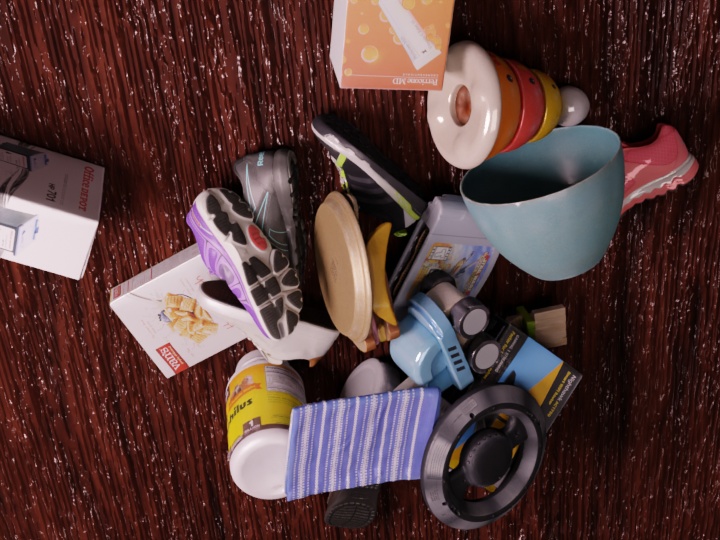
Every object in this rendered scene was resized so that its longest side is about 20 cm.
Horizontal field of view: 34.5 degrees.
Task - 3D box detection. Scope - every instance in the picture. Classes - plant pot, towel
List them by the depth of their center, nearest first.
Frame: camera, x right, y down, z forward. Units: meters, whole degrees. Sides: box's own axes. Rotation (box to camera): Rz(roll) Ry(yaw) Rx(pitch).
[{"bbox_3d":[0.234,-0.070,1.404,0.197,0.201,0.136,-20,114,4],"label":"plant pot"},{"bbox_3d":[0.004,0.215,1.436,0.196,0.024,0.147,-6,124,-21],"label":"towel"}]

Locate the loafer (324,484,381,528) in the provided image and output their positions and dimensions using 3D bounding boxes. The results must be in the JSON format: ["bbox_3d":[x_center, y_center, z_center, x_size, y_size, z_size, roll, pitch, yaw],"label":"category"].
[{"bbox_3d":[-0.004,0.310,1.686,0.072,0.072,0.201,11,139,-10],"label":"loafer"}]

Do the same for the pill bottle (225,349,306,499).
[{"bbox_3d":[-0.122,0.193,1.519,0.107,0.201,0.111,-4,123,-7],"label":"pill bottle"}]

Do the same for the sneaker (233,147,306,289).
[{"bbox_3d":[-0.111,-0.058,1.454,0.078,0.076,0.203,-2,116,7],"label":"sneaker"}]

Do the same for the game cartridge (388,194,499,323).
[{"bbox_3d":[0.111,-0.007,1.507,0.131,0.042,0.202,5,126,-30],"label":"game cartridge"}]

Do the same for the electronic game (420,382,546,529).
[{"bbox_3d":[0.161,0.241,1.502,0.197,0.041,0.204,-12,113,-29],"label":"electronic game"}]

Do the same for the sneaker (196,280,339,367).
[{"bbox_3d":[-0.126,0.077,1.476,0.197,0.073,0.085,20,114,-24],"label":"sneaker"}]

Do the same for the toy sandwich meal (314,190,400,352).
[{"bbox_3d":[0.000,0.000,1.432,0.069,0.206,0.208,-10,124,-17],"label":"toy sandwich meal"}]

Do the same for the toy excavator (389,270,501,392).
[{"bbox_3d":[0.077,0.131,1.478,0.198,0.100,0.196,-33,129,-11],"label":"toy excavator"}]

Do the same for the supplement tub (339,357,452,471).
[{"bbox_3d":[0.072,0.214,1.610,0.198,0.123,0.123,30,113,-23],"label":"supplement tub"}]

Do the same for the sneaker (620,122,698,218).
[{"bbox_3d":[0.328,-0.121,1.489,0.198,0.074,0.088,-29,106,6],"label":"sneaker"}]

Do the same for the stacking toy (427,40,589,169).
[{"bbox_3d":[0.191,-0.200,1.395,0.197,0.146,0.148,-6,125,-28],"label":"stacking toy"}]

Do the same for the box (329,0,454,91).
[{"bbox_3d":[0.037,-0.314,1.294,0.122,0.098,0.203,0,122,-9],"label":"box"}]

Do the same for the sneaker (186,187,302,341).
[{"bbox_3d":[-0.143,-0.004,1.412,0.083,0.080,0.202,-35,84,48],"label":"sneaker"}]

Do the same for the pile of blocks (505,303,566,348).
[{"bbox_3d":[0.192,0.101,1.598,0.198,0.062,0.083,-34,119,2],"label":"pile of blocks"}]

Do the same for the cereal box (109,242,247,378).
[{"bbox_3d":[-0.205,0.040,1.506,0.198,0.040,0.145,-28,123,8],"label":"cereal box"}]

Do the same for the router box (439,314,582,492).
[{"bbox_3d":[0.185,0.182,1.550,0.148,0.051,0.202,33,91,-27],"label":"router box"}]

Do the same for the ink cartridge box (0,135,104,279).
[{"bbox_3d":[-0.402,-0.083,1.335,0.197,0.147,0.087,15,117,-18],"label":"ink cartridge box"}]

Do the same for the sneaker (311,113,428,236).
[{"bbox_3d":[0.001,-0.107,1.431,0.083,0.072,0.199,-41,119,18],"label":"sneaker"}]
